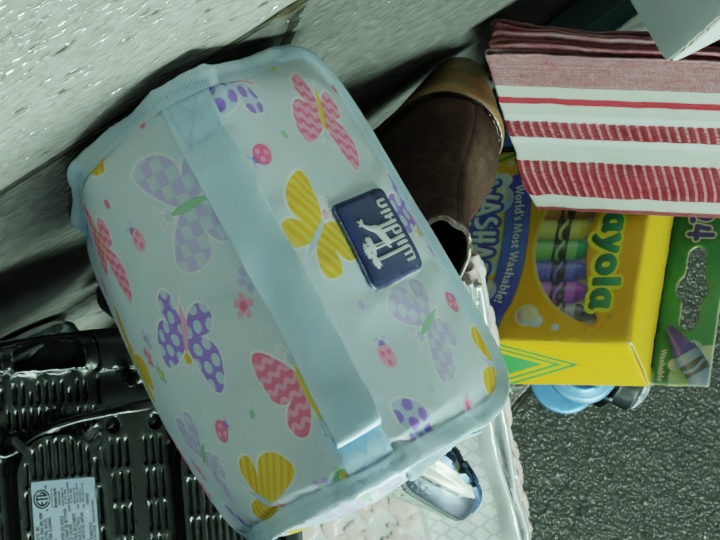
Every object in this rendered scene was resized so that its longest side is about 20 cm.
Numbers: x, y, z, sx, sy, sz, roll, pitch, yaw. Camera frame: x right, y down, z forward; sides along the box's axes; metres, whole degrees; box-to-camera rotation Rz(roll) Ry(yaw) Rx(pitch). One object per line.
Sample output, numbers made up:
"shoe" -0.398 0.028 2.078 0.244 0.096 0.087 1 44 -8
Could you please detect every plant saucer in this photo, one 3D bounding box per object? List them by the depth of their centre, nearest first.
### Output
"plant saucer" 0.148 -0.151 1.299 0.070 0.019 0.200 -26 174 -46

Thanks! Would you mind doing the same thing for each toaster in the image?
"toaster" -0.125 0.111 1.127 0.180 0.202 0.118 -3 176 -36

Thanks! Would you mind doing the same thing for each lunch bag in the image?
"lunch bag" -0.029 0.013 0.971 0.127 0.170 0.200 -29 174 -7

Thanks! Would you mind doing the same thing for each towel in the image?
"towel" 0.145 -0.074 1.265 0.143 0.023 0.200 4 160 12
"towel" -0.010 0.083 1.380 0.190 0.201 0.032 -3 -148 16

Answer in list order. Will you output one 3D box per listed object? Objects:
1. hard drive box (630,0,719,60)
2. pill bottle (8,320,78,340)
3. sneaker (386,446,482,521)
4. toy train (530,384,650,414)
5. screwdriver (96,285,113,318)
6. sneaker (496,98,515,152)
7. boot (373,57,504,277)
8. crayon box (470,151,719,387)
"hard drive box" 0.203 -0.178 1.006 0.155 0.077 0.200 -29 174 -24
"pill bottle" -0.147 0.136 1.307 0.106 0.201 0.106 -31 175 -3
"sneaker" -0.033 0.091 1.308 0.086 0.199 0.077 -63 -174 10
"toy train" 0.099 0.008 1.540 0.115 0.199 0.087 -64 -178 -11
"screwdriver" -0.061 0.033 1.200 0.199 0.028 0.029 17 -123 43
"sneaker" 0.167 -0.063 1.502 0.198 0.071 0.083 5 126 -12
"boot" 0.000 0.000 1.210 0.200 0.072 0.167 -55 -167 32
"crayon box" 0.101 -0.002 1.394 0.199 0.126 0.052 0 149 21
